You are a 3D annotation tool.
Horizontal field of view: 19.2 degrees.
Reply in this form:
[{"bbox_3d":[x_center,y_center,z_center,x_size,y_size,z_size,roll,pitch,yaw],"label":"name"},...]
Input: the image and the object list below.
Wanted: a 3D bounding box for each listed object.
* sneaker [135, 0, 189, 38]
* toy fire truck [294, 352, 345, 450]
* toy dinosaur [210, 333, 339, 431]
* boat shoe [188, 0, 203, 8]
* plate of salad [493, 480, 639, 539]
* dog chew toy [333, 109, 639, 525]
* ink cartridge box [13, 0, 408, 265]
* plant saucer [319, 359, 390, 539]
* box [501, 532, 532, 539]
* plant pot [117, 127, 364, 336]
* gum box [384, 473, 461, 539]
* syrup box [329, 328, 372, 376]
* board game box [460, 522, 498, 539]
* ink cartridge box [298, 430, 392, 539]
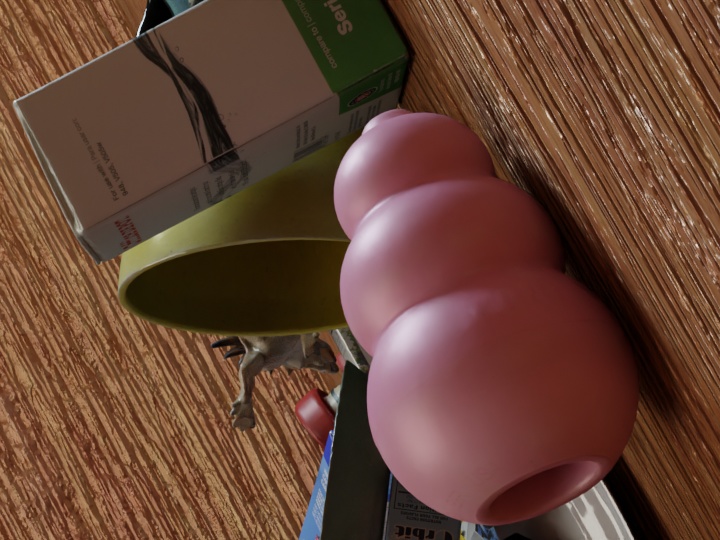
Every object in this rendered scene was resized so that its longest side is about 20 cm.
[{"bbox_3d":[-0.113,-0.211,1.322,0.078,0.090,0.201,-128,30,-51],"label":"sneaker"},{"bbox_3d":[0.052,0.142,1.695,0.168,0.112,0.200,43,-173,-34],"label":"toy fire truck"},{"bbox_3d":[-0.079,0.019,1.534,0.136,0.086,0.201,-112,2,-61],"label":"toy dinosaur"},{"bbox_3d":[-0.068,-0.198,1.183,0.200,0.075,0.074,134,133,-75],"label":"boat shoe"},{"bbox_3d":[0.126,0.153,1.232,0.200,0.048,0.200,55,160,31],"label":"plate of salad"},{"bbox_3d":[0.047,0.013,0.983,0.125,0.124,0.201,73,175,-66],"label":"dog chew toy"},{"bbox_3d":[-0.081,-0.091,1.174,0.083,0.199,0.147,61,174,4],"label":"ink cartridge box"},{"bbox_3d":[-0.004,0.154,1.251,0.200,0.036,0.201,6,-90,-89],"label":"plant saucer"},{"bbox_3d":[0.135,0.260,1.194,0.159,0.046,0.201,15,127,68],"label":"box"},{"bbox_3d":[-0.056,-0.054,1.344,0.200,0.199,0.143,78,-173,-72],"label":"plant pot"},{"bbox_3d":[0.040,0.134,1.276,0.170,0.044,0.201,95,-177,-49],"label":"gum box"},{"bbox_3d":[0.000,0.000,1.523,0.201,0.079,0.081,61,175,6],"label":"syrup box"},{"bbox_3d":[0.122,0.206,1.342,0.200,0.034,0.126,59,141,29],"label":"board game box"},{"bbox_3d":[0.037,0.171,1.516,0.076,0.136,0.200,58,145,36],"label":"ink cartridge box"}]
